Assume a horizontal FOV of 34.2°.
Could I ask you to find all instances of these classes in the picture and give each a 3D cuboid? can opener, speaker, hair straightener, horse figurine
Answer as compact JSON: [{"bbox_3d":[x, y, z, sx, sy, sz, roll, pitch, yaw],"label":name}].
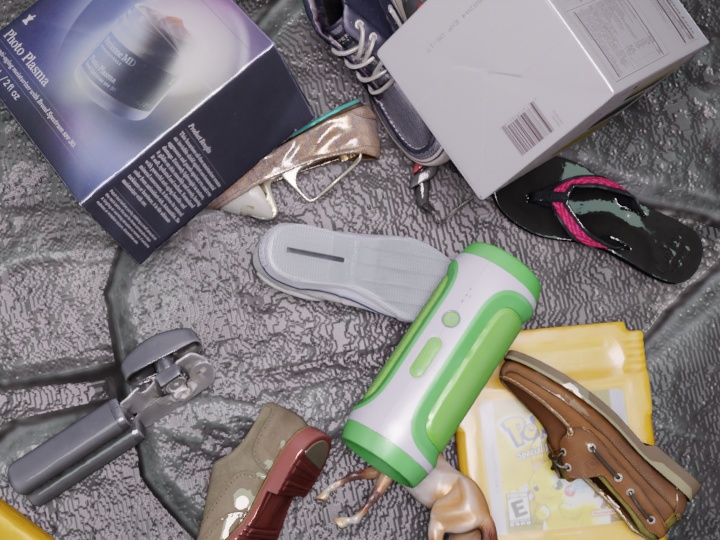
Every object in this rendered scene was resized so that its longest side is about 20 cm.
[{"bbox_3d":[-0.219,0.124,1.027,0.199,0.053,0.067,-33,54,-3],"label":"can opener"},{"bbox_3d":[0.069,0.077,0.973,0.088,0.088,0.201,34,76,2],"label":"speaker"},{"bbox_3d":[0.084,-0.140,1.051,0.076,0.041,0.202,2,83,0],"label":"hair straightener"},{"bbox_3d":[0.051,0.196,0.995,0.132,0.050,0.200,-42,57,-7],"label":"horse figurine"}]

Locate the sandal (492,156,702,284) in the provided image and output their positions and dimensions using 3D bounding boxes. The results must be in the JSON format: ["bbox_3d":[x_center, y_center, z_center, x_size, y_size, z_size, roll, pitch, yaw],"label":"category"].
[{"bbox_3d":[0.215,-0.050,1.042,0.199,0.045,0.076,23,85,1],"label":"sandal"}]

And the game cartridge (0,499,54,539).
[{"bbox_3d":[-0.395,0.249,1.006,0.199,0.032,0.177,34,85,1],"label":"game cartridge"}]

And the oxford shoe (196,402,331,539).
[{"bbox_3d":[-0.107,0.207,1.014,0.075,0.070,0.200,35,86,29],"label":"oxford shoe"}]

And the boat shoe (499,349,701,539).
[{"bbox_3d":[0.190,0.148,0.981,0.200,0.072,0.068,38,83,4],"label":"boat shoe"}]

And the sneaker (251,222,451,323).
[{"bbox_3d":[0.000,0.000,1.026,0.199,0.071,0.074,17,80,-20],"label":"sneaker"}]

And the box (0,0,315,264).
[{"bbox_3d":[-0.182,-0.155,0.979,0.198,0.123,0.200,-40,63,-5],"label":"box"}]

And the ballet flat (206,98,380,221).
[{"bbox_3d":[-0.071,-0.084,1.034,0.199,0.068,0.068,-24,93,-1],"label":"ballet flat"}]

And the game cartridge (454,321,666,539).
[{"bbox_3d":[0.171,0.151,1.030,0.175,0.032,0.202,-6,86,-1],"label":"game cartridge"}]

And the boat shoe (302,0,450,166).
[{"bbox_3d":[0.011,-0.180,1.012,0.075,0.092,0.201,-37,70,33],"label":"boat shoe"}]

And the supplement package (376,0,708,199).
[{"bbox_3d":[0.152,-0.183,0.955,0.152,0.200,0.151,-39,85,41],"label":"supplement package"}]
